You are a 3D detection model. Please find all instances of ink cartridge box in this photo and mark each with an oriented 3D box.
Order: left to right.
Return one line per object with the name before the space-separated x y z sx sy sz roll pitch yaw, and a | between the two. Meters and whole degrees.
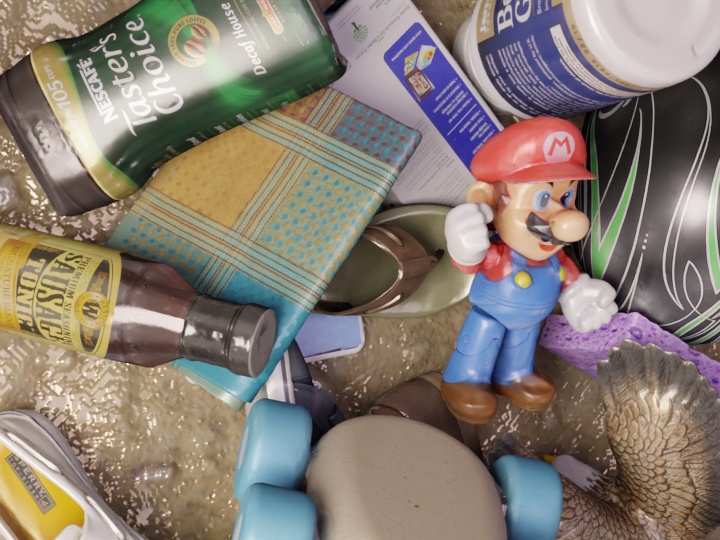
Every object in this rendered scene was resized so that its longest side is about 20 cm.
ink cartridge box | 0.037 -0.099 0.820 0.099 0.039 0.200 -46 111 -17

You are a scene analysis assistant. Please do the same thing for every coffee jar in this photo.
coffee jar | -0.115 -0.116 0.708 0.199 0.085 0.105 -29 95 5

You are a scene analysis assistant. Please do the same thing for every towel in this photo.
towel | -0.071 -0.031 0.729 0.146 0.022 0.200 30 81 24

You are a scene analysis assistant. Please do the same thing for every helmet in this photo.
helmet | 0.241 -0.046 0.833 0.199 0.200 0.192 10 72 -21

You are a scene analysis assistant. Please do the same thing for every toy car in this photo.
toy car | 0.004 0.201 0.661 0.183 0.177 0.201 14 111 -9

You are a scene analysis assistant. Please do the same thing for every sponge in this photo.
sponge | 0.238 0.088 0.864 0.199 0.111 0.030 29 76 -19

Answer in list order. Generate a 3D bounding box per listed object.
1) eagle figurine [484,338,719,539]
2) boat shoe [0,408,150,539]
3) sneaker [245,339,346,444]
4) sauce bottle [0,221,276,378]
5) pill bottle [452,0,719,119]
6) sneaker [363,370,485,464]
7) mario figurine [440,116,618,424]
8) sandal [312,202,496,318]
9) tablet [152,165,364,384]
eagle figurine | 0.178 0.158 0.808 0.200 0.150 0.152 59 37 -55
boat shoe | -0.164 0.164 0.685 0.071 0.070 0.200 -40 82 7
sneaker | -0.028 0.127 0.774 0.079 0.078 0.201 -10 103 -17
sauce bottle | -0.147 0.017 0.684 0.199 0.066 0.066 11 83 15
pill bottle | 0.140 -0.160 0.784 0.110 0.200 0.112 1 86 -22
sneaker | 0.059 0.173 0.812 0.075 0.070 0.201 -21 86 -26
mario figurine | 0.108 0.004 0.742 0.105 0.123 0.201 13 114 16
sandal | -0.001 0.001 0.775 0.200 0.057 0.080 -3 108 -19
tablet | -0.071 -0.033 0.795 0.129 0.014 0.201 -10 91 -22
